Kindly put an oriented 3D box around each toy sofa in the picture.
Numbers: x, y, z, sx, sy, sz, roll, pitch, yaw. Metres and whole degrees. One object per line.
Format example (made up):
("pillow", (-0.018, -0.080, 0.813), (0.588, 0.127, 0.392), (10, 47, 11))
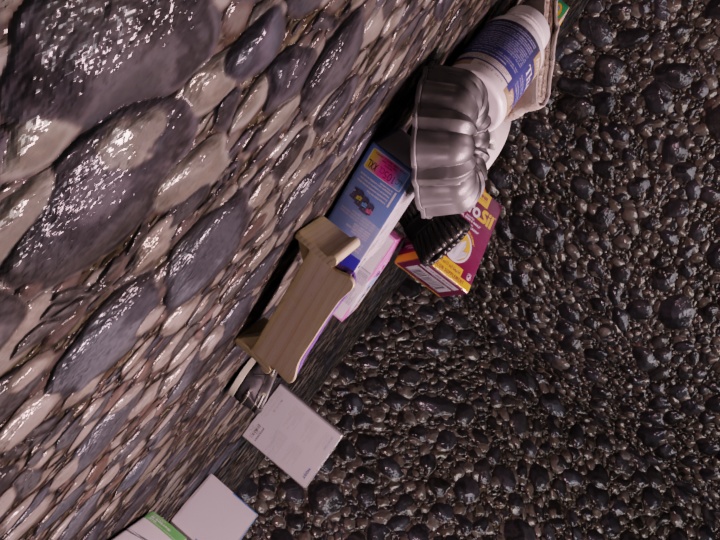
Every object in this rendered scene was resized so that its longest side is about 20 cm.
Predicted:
("toy sofa", (-0.071, 0.041, 0.982), (0.202, 0.097, 0.083), (-58, 172, 27))

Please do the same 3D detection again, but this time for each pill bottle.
("pill bottle", (0.207, -0.308, 1.136), (0.201, 0.110, 0.111), (-52, 175, -30))

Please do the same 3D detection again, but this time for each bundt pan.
("bundt pan", (0.124, -0.167, 0.986), (0.201, 0.074, 0.207), (4, 90, -71))

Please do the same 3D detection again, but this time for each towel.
("towel", (0.282, -0.358, 1.265), (0.132, 0.034, 0.205), (177, -79, -75))

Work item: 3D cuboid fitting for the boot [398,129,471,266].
("boot", (0.121, -0.126, 1.193), (0.078, 0.159, 0.212), (-16, 152, -38))

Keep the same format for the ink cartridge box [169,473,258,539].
("ink cartridge box", (-0.352, 0.601, 1.726), (0.145, 0.146, 0.201), (-47, 171, -44))

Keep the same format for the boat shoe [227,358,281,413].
("boat shoe", (-0.135, 0.144, 1.233), (0.201, 0.067, 0.072), (-53, 174, -39))

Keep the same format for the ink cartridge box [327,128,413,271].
("ink cartridge box", (0.014, -0.085, 1.049), (0.202, 0.076, 0.136), (-59, 173, 25))

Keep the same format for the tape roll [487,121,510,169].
("tape roll", (0.200, -0.233, 1.429), (0.203, 0.037, 0.205), (-46, -155, 28))

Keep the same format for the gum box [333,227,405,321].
("gum box", (0.000, 0.000, 1.473), (0.202, 0.066, 0.113), (-56, 173, 12))

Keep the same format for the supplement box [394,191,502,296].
("supplement box", (0.174, -0.069, 1.482), (0.103, 0.130, 0.203), (-11, -130, 60))

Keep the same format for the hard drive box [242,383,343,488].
("hard drive box", (-0.162, 0.399, 1.840), (0.157, 0.199, 0.077), (-51, 174, -7))

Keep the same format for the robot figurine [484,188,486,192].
("robot figurine", (0.185, -0.174, 1.653), (0.143, 0.118, 0.200), (-37, 163, 10))

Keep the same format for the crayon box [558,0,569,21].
("crayon box", (0.385, -0.509, 1.687), (0.120, 0.058, 0.200), (-53, 174, -8))

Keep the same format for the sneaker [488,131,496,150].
("sneaker", (0.149, -0.183, 1.246), (0.074, 0.083, 0.200), (-2, 151, -36))

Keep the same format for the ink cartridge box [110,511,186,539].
("ink cartridge box", (-0.368, 0.477, 1.175), (0.147, 0.083, 0.200), (-53, 174, -2))
